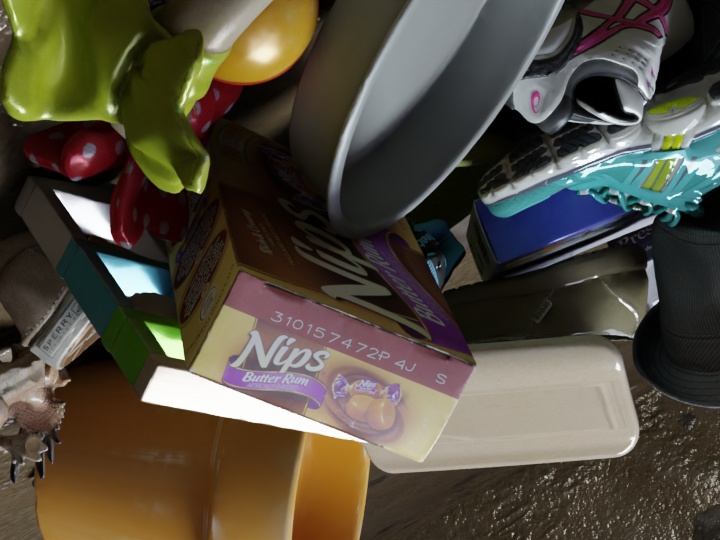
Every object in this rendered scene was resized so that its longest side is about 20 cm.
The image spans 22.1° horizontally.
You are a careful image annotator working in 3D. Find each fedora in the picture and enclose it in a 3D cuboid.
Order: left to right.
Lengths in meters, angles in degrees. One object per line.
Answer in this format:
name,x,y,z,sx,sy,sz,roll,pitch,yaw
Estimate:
fedora,0.233,-0.006,1.088,0.176,0.091,0.200,-20,-165,15

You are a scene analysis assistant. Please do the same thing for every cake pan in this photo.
cake pan,0.035,-0.107,0.823,0.200,0.037,0.201,-49,163,-20

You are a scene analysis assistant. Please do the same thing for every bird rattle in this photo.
bird rattle,-0.060,-0.084,0.751,0.163,0.113,0.200,-44,170,-4

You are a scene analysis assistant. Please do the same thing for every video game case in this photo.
video game case,0.167,-0.051,1.179,0.199,0.046,0.181,-22,175,-1

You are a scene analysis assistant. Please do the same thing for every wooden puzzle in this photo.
wooden puzzle,0.077,0.081,1.150,0.184,0.037,0.200,-6,159,10

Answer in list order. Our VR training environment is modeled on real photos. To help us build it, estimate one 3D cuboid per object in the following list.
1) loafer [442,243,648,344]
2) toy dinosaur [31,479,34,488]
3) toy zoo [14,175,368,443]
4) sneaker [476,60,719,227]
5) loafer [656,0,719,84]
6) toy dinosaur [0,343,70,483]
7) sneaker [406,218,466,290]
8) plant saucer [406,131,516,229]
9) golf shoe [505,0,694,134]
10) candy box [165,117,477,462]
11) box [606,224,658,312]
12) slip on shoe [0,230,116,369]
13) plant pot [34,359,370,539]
loafer,0.096,0.038,1.168,0.199,0.068,0.076,-17,174,-6
toy dinosaur,-0.164,0.126,1.404,0.200,0.048,0.088,-40,156,27
toy zoo,-0.083,0.009,0.875,0.131,0.200,0.021,15,112,-37
sneaker,0.164,-0.060,1.047,0.199,0.080,0.078,-14,-159,13
loafer,0.221,-0.137,1.134,0.062,0.072,0.200,5,167,-9
toy dinosaur,-0.245,0.095,1.057,0.199,0.086,0.136,-21,172,-8
sneaker,0.000,0.000,1.036,0.082,0.073,0.200,-38,174,15
plant saucer,-0.018,-0.031,1.115,0.200,0.048,0.199,-37,164,32
golf shoe,0.130,-0.115,1.017,0.199,0.092,0.073,-15,160,-49
candy box,-0.027,0.001,0.854,0.057,0.116,0.200,-61,-161,16
box,0.270,-0.068,1.334,0.199,0.141,0.079,-33,125,14
slip on shoe,-0.143,0.000,0.970,0.076,0.060,0.200,-52,179,15
plant pot,-0.104,0.132,1.198,0.182,0.202,0.200,7,173,14
